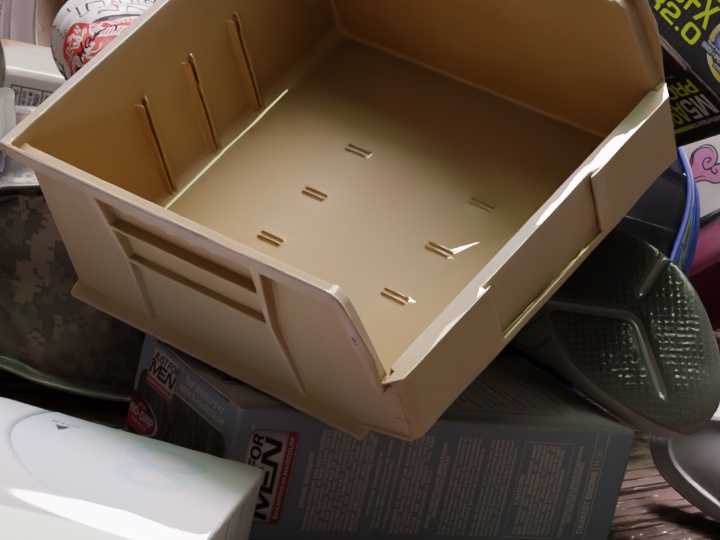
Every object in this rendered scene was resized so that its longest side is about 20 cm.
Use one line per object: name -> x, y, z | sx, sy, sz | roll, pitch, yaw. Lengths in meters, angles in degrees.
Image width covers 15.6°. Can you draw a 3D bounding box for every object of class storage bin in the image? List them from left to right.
storage bin -> -0.003, -0.050, 1.092 | 0.198, 0.094, 0.200 | 24, 56, 34

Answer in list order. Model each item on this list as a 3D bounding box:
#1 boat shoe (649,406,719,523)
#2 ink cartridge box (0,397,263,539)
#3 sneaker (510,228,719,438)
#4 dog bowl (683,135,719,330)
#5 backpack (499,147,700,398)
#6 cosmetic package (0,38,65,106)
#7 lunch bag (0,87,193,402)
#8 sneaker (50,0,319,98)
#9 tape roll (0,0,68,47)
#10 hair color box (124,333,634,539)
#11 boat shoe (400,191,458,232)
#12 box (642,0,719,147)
boat shoe -> 0.216, 0.105, 1.190 | 0.199, 0.074, 0.065 | 19, 11, 28
ink cartridge box -> -0.136, 0.095, 0.951 | 0.160, 0.047, 0.200 | 15, 12, 8
sneaker -> 0.093, 0.011, 1.216 | 0.070, 0.080, 0.200 | -36, 59, -18
dog bowl -> 0.203, -0.023, 1.493 | 0.200, 0.200, 0.074 | -3, 63, -48
backpack -> 0.073, -0.026, 1.360 | 0.199, 0.184, 0.147 | 22, -4, 13
cosmetic package -> -0.114, -0.059, 1.480 | 0.199, 0.104, 0.087 | 12, 14, -12
lunch bag -> -0.157, -0.018, 1.239 | 0.199, 0.118, 0.164 | 9, 12, -10
sneaker -> -0.052, -0.086, 1.259 | 0.201, 0.067, 0.108 | 12, 17, -36
tape roll -> -0.151, -0.158, 1.634 | 0.071, 0.203, 0.202 | 3, 17, -34
hair color box -> 0.008, 0.075, 1.144 | 0.199, 0.061, 0.099 | 6, 15, -31
boat shoe -> 0.000, 0.000, 1.216 | 0.072, 0.068, 0.200 | 5, -4, -30
box -> 0.079, -0.117, 1.179 | 0.160, 0.044, 0.200 | 44, -22, -13
